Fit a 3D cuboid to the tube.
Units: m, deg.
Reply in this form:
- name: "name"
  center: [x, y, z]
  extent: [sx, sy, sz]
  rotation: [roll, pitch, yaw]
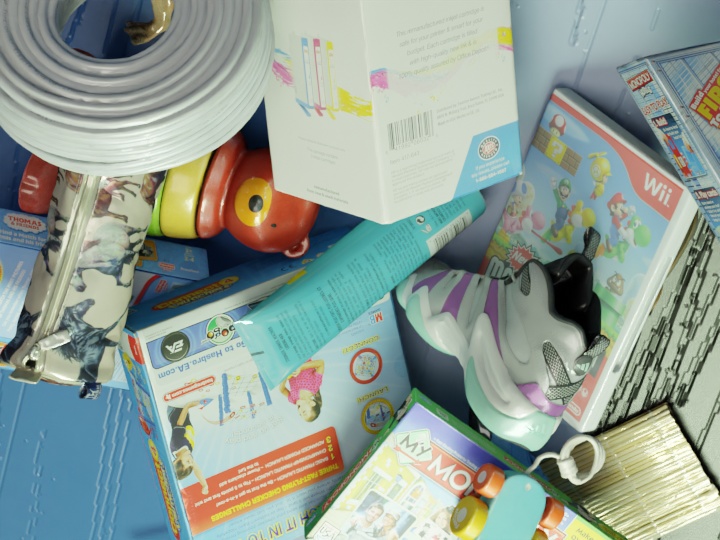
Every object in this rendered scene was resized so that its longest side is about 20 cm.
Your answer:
- name: "tube"
  center: [0.000, 0.000, 1.497]
  extent: [0.200, 0.050, 0.078]
  rotation: [-39, 132, -13]

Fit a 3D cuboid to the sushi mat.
- name: "sushi mat"
  center: [0.170, 0.181, 1.611]
  extent: [0.200, 0.012, 0.096]
  rotation: [-29, 104, 22]

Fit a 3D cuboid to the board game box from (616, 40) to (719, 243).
- name: "board game box"
  center: [0.278, -0.101, 1.387]
  extent: [0.200, 0.062, 0.200]
  rotation: [44, 79, -8]

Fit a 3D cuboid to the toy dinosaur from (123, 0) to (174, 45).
- name: "toy dinosaur"
  center: [-0.130, -0.244, 1.472]
  extent: [0.135, 0.086, 0.200]
  rotation: [-32, 105, 18]

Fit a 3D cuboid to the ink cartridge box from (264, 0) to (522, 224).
- name: "ink cartridge box"
  center: [0.016, -0.153, 1.425]
  extent: [0.125, 0.128, 0.200]
  rotation: [18, 121, 48]

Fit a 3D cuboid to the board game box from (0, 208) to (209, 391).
- name: "board game box"
  center: [-0.231, 0.021, 1.556]
  extent: [0.200, 0.037, 0.151]
  rotation: [11, 140, -24]

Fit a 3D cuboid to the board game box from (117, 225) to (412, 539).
- name: "board game box"
  center: [-0.062, 0.094, 1.545]
  extent: [0.200, 0.056, 0.196]
  rotation: [-21, 111, -23]

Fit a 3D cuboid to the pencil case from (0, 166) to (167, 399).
- name: "pencil case"
  center: [-0.185, -0.017, 1.439]
  extent: [0.078, 0.089, 0.200]
  rotation: [16, 99, 2]

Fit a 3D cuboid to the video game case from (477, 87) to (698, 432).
- name: "video game case"
  center: [0.151, -0.007, 1.491]
  extent: [0.143, 0.017, 0.200]
  rotation: [42, 122, 37]

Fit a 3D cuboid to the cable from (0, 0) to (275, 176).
- name: "cable"
  center: [-0.156, -0.159, 1.373]
  extent: [0.199, 0.200, 0.069]
  rotation: [-2, 155, -1]

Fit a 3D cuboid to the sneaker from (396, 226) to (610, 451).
- name: "sneaker"
  center: [0.113, 0.017, 1.479]
  extent: [0.078, 0.200, 0.140]
  rotation: [24, 111, -42]

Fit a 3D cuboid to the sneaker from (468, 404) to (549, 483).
- name: "sneaker"
  center: [0.128, 0.176, 1.583]
  extent: [0.078, 0.066, 0.201]
  rotation: [-12, 108, 2]

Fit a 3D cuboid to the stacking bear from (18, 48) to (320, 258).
- name: "stacking bear"
  center: [-0.125, -0.070, 1.522]
  extent: [0.200, 0.114, 0.122]
  rotation: [18, 94, 7]

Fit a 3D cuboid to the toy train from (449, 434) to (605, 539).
- name: "toy train"
  center: [0.129, 0.219, 1.508]
  extent: [0.150, 0.056, 0.201]
  rotation: [-14, 99, -25]

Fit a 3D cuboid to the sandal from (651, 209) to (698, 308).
- name: "sandal"
  center: [0.183, 0.017, 1.512]
  extent: [0.082, 0.055, 0.200]
  rotation: [43, 123, 36]

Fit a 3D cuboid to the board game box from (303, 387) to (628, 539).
- name: "board game box"
  center: [0.078, 0.194, 1.538]
  extent: [0.200, 0.029, 0.135]
  rotation: [35, 105, -12]
